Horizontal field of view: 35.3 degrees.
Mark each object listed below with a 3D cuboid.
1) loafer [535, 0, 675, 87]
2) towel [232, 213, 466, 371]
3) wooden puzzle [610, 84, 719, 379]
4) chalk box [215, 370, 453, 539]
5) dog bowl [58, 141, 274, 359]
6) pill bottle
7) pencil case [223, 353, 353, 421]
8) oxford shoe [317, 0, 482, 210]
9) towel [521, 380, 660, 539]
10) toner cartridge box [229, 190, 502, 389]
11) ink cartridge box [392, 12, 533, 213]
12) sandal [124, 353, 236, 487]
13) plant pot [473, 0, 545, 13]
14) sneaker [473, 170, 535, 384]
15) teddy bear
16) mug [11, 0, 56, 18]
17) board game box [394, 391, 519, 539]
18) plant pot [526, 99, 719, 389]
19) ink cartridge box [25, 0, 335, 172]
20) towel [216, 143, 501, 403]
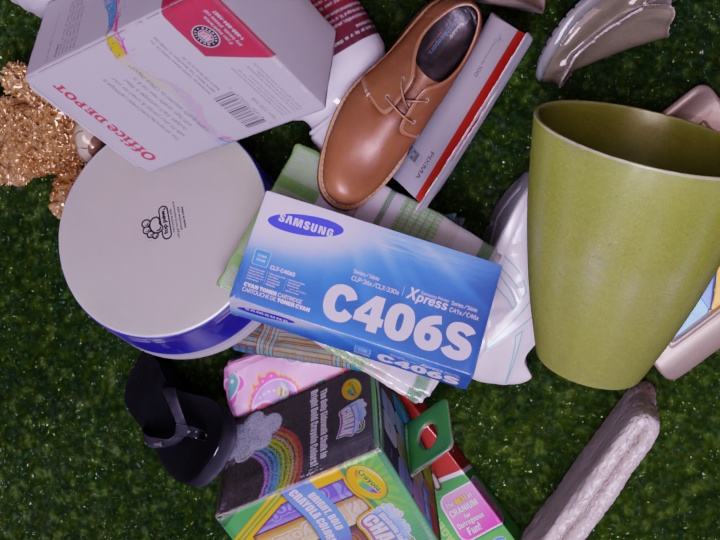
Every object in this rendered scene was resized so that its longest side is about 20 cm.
[{"bbox_3d":[0.233,-0.220,0.956,0.200,0.075,0.070,-41,87,12],"label":"loafer"},{"bbox_3d":[-0.014,0.013,0.998,0.197,0.022,0.149,6,71,27],"label":"towel"},{"bbox_3d":[0.289,-0.030,0.999,0.184,0.037,0.201,-38,92,12],"label":"wooden puzzle"},{"bbox_3d":[-0.007,0.176,0.974,0.198,0.125,0.125,-23,120,12],"label":"chalk box"},{"bbox_3d":[-0.163,-0.028,1.007,0.197,0.079,0.203,-4,73,12],"label":"dog bowl"},{"bbox_3d":[-0.050,-0.207,0.981,0.112,0.113,0.202,-32,93,12],"label":"pill bottle"},{"bbox_3d":[-0.029,0.077,1.038,0.198,0.087,0.088,-28,94,13],"label":"pencil case"},{"bbox_3d":[0.030,-0.137,0.910,0.071,0.071,0.202,32,92,-12],"label":"oxford shoe"},{"bbox_3d":[0.201,0.194,1.001,0.034,0.132,0.201,34,103,5],"label":"towel"},{"bbox_3d":[0.004,0.015,0.892,0.197,0.043,0.096,17,69,2],"label":"toner cartridge box"},{"bbox_3d":[0.080,-0.132,0.929,0.047,0.200,0.161,33,102,3],"label":"ink cartridge box"},{"bbox_3d":[-0.175,0.134,1.024,0.043,0.199,0.077,26,89,-38],"label":"sandal"},{"bbox_3d":[0.058,-0.321,0.914,0.174,0.200,0.204,7,101,16],"label":"plant pot"},{"bbox_3d":[0.141,0.009,1.018,0.079,0.071,0.203,15,107,-4],"label":"sneaker"},{"bbox_3d":[-0.301,-0.123,1.057,0.197,0.067,0.147,14,104,7],"label":"teddy bear"},{"bbox_3d":[-0.227,-0.275,0.935,0.198,0.175,0.150,22,96,26],"label":"mug"},{"bbox_3d":[0.033,0.216,1.076,0.152,0.040,0.201,-38,92,12],"label":"board game box"},{"bbox_3d":[0.211,-0.014,0.926,0.184,0.187,0.203,13,113,6],"label":"plant pot"},{"bbox_3d":[-0.139,-0.170,0.887,0.198,0.147,0.087,-12,55,33],"label":"ink cartridge box"},{"bbox_3d":[0.000,0.000,0.935,0.198,0.031,0.150,28,71,6],"label":"towel"}]
